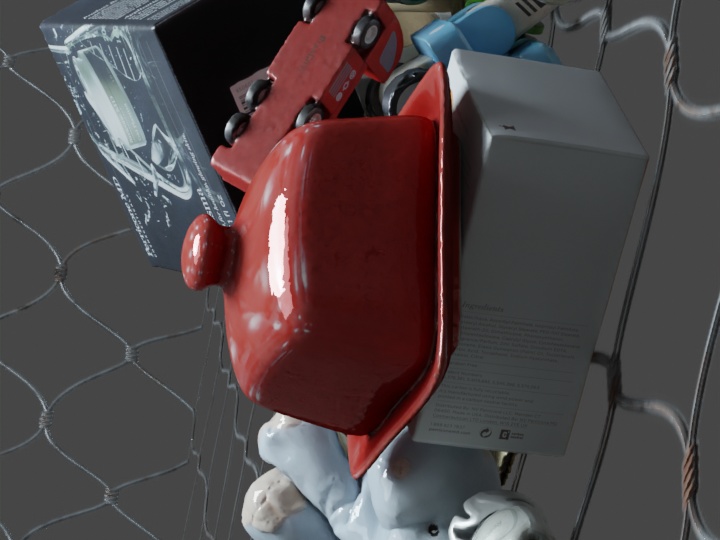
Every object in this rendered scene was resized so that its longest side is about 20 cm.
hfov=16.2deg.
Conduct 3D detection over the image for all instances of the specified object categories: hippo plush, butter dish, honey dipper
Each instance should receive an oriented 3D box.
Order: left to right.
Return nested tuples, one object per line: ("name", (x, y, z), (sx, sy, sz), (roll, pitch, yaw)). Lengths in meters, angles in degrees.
("butter dish", (-0.030, -0.002, 1.452), (0.200, 0.147, 0.201), (127, 147, -63))
("hippo plush", (0.013, 0.158, 1.579), (0.161, 0.158, 0.201), (-156, 69, -78))
("honey dipper", (0.025, -0.195, 1.846), (0.038, 0.199, 0.038), (-15, -73, -61))

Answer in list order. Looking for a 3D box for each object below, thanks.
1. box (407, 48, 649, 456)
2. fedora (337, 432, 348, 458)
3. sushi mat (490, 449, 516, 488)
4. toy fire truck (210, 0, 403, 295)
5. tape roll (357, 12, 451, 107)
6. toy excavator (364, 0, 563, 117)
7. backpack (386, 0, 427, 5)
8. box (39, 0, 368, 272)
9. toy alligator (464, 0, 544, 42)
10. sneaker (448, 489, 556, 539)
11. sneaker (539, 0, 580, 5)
("box", (0.087, -0.010, 1.494), (0.125, 0.097, 0.201), (-107, 27, -61))
("fedora", (0.025, 0.095, 1.740), (0.082, 0.200, 0.201), (-30, 39, 29))
("sushi mat", (0.099, 0.040, 1.670), (0.096, 0.012, 0.201), (108, 168, -47))
("toy fire truck", (-0.030, -0.072, 1.592), (0.201, 0.049, 0.141), (-58, -27, -8))
("tape roll", (0.008, -0.163, 1.867), (0.203, 0.201, 0.037), (-100, 2, -65))
("toy excavator", (0.095, -0.152, 1.656), (0.195, 0.199, 0.100), (58, 176, -10))
("backpack", (0.038, -0.291, 1.789), (0.200, 0.167, 0.127), (-51, 46, 5))
("box", (-0.096, -0.106, 1.736), (0.196, 0.124, 0.201), (12, 129, 62))
("toy alligator", (0.099, -0.155, 1.756), (0.059, 0.054, 0.201), (-20, -59, -61))
("sneaker", (0.073, 0.231, 1.465), (0.081, 0.075, 0.201), (-159, 78, -72))
("sneaker", (0.138, -0.246, 1.534), (0.088, 0.081, 0.201), (-97, 11, -56))
